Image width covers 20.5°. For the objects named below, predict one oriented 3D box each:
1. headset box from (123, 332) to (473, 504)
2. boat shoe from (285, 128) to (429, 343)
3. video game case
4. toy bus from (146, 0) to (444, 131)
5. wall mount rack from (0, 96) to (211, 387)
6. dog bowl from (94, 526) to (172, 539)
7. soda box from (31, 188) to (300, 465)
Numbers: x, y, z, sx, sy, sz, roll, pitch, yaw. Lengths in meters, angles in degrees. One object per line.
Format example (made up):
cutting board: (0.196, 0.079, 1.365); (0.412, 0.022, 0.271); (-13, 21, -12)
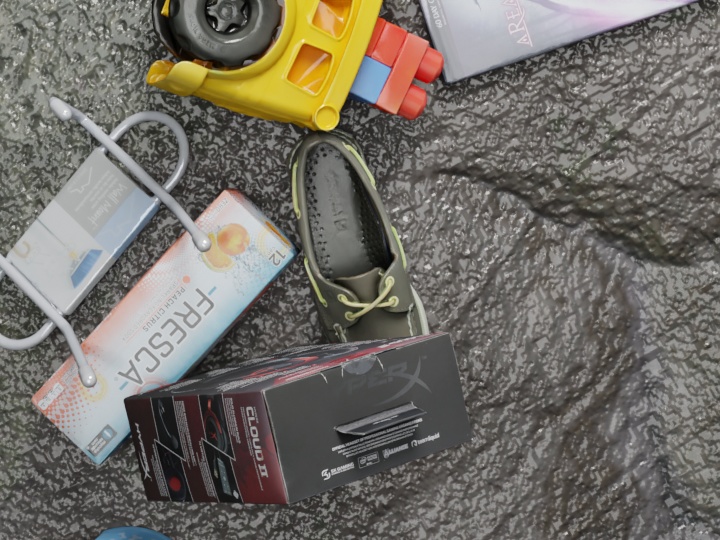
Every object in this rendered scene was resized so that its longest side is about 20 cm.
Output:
headset box: (-0.037, 0.095, 1.272); (0.148, 0.200, 0.075); (-16, 94, -35)
boat shoe: (-0.003, 0.001, 1.357); (0.072, 0.060, 0.203); (-17, 92, 3)
video game case: (0.131, -0.226, 1.361); (0.199, 0.019, 0.144); (-18, 92, 2)
toy bus: (-0.029, -0.187, 1.321); (0.191, 0.136, 0.201); (21, 91, -12)
wall mount rack: (-0.183, -0.016, 1.337); (0.174, 0.075, 0.200); (42, 94, 23)
dog bowl: (-0.209, 0.245, 1.384); (0.199, 0.050, 0.112); (-9, 93, 3)
soda box: (-0.132, 0.037, 1.363); (0.068, 0.064, 0.200); (43, 95, -1)
